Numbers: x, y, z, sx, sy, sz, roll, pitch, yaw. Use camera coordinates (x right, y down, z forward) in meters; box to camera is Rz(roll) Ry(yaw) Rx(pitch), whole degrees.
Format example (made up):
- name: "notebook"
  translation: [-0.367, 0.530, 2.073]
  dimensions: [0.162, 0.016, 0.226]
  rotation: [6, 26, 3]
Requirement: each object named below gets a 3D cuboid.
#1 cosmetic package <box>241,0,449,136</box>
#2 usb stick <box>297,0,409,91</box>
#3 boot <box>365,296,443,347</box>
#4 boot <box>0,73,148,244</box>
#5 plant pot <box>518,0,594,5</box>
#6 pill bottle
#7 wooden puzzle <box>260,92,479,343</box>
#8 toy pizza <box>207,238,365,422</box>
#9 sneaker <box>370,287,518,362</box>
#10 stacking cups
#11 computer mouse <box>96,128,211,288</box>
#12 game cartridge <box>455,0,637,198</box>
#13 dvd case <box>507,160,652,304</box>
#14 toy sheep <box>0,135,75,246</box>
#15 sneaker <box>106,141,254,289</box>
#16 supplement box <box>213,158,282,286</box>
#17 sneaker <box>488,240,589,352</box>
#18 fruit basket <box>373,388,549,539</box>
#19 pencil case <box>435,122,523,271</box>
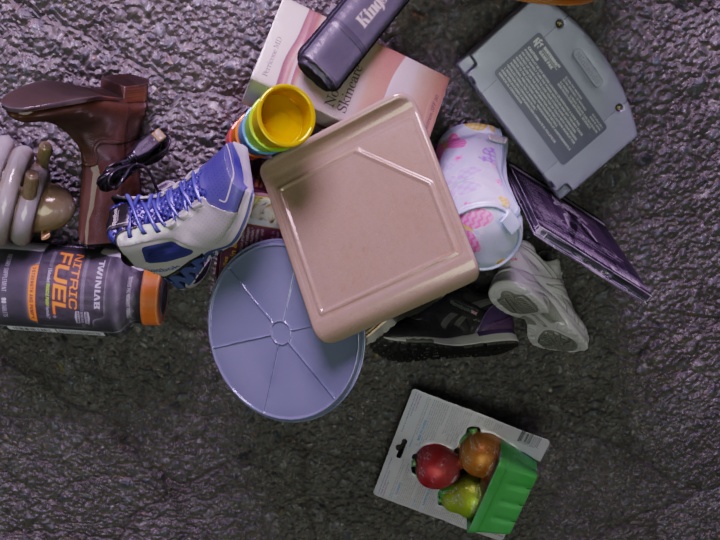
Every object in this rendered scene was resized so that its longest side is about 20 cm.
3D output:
- name: "cosmetic package"
  translation: [-0.017, -0.194, 0.928]
  dimensions: [0.197, 0.087, 0.105]
  rotation: [22, 79, -11]
- name: "usb stick"
  translation: [0.008, -0.267, 0.883]
  dimensions: [0.055, 0.033, 0.201]
  rotation: [39, 72, -9]
- name: "boot"
  translation: [0.000, 0.000, 0.949]
  dimensions: [0.199, 0.078, 0.139]
  rotation: [-35, 97, 19]
- name: "boot"
  translation: [-0.308, -0.105, 0.953]
  dimensions: [0.064, 0.185, 0.203]
  rotation: [28, 120, 31]
- name: "plant pot"
  translation: [0.152, -0.372, 0.815]
  dimensions: [0.196, 0.200, 0.187]
  rotation: [13, 99, -6]
- name: "pill bottle"
  translation: [-0.335, 0.024, 1.042]
  dimensions: [0.196, 0.107, 0.108]
  rotation: [4, 116, -3]
- name: "wooden puzzle"
  translation: [0.007, -0.051, 0.878]
  dimensions: [0.183, 0.037, 0.203]
  rotation: [-24, 82, 17]
- name: "toy pizza"
  translation: [-0.081, 0.066, 0.952]
  dimensions: [0.196, 0.032, 0.205]
  rotation: [3, 98, 23]
- name: "sneaker"
  translation: [0.096, 0.060, 1.059]
  dimensions: [0.196, 0.089, 0.076]
  rotation: [1, 159, -25]
- name: "stacking cups"
  translation: [-0.107, -0.144, 0.905]
  dimensions: [0.059, 0.199, 0.062]
  rotation: [1, 88, -23]
- name: "computer mouse"
  translation: [-0.234, -0.062, 1.009]
  dimensions: [0.043, 0.110, 0.202]
  rotation: [6, 135, 26]
- name: "game cartridge"
  translation: [0.216, -0.197, 0.964]
  dimensions: [0.133, 0.042, 0.201]
  rotation: [-40, 107, 4]
- name: "dvd case"
  translation: [0.234, -0.048, 0.956]
  dimensions: [0.147, 0.201, 0.016]
  rotation: [29, 113, -14]
- name: "toy sheep"
  translation: [-0.421, -0.095, 0.972]
  dimensions: [0.197, 0.139, 0.140]
  rotation: [19, 115, -14]
- name: "sneaker"
  translation: [-0.199, -0.053, 0.901]
  dimensions: [0.114, 0.082, 0.199]
  rotation: [12, 140, -36]
- name: "supplement box"
  translation: [-0.063, -0.044, 1.011]
  dimensions: [0.196, 0.104, 0.133]
  rotation: [10, 117, -6]
- name: "sneaker"
  translation: [0.233, 0.030, 1.063]
  dimensions: [0.077, 0.101, 0.200]
  rotation: [-4, 147, 37]
- name: "fruit basket"
  translation: [0.136, 0.268, 1.186]
  dimensions: [0.197, 0.094, 0.188]
  rotation: [21, 115, 7]
- name: "pencil case"
  translation: [0.128, -0.085, 0.942]
  dimensions: [0.089, 0.201, 0.084]
  rotation: [-18, 122, 16]
